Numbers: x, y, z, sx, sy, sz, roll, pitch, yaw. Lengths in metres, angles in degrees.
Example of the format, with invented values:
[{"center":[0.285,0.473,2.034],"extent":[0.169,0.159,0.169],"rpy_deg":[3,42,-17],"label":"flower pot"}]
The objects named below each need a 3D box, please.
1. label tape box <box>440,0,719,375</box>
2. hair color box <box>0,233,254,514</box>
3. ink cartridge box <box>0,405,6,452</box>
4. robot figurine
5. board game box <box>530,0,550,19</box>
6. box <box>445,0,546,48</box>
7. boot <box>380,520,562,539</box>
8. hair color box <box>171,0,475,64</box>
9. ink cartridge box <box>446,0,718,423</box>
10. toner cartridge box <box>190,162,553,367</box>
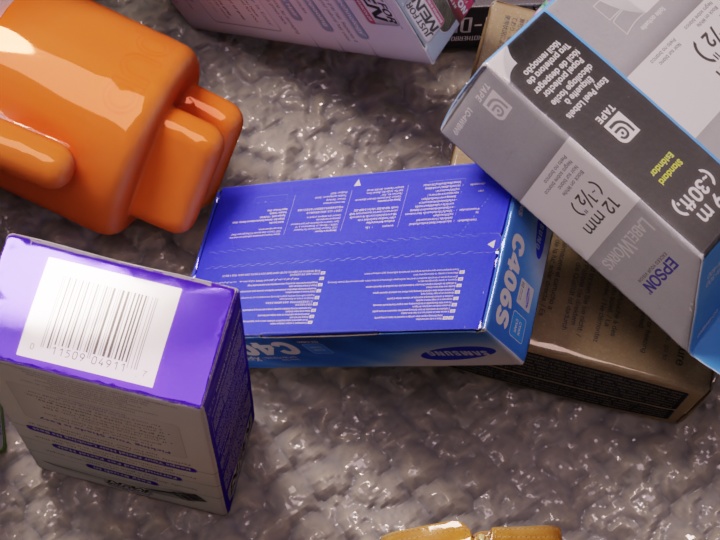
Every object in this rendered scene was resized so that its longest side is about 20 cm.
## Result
[{"center":[0.160,-0.055,0.786],"extent":[0.200,0.066,0.143],"rpy_deg":[41,55,7],"label":"label tape box"},{"center":[-0.113,0.057,0.796],"extent":[0.109,0.200,0.065],"rpy_deg":[14,67,3],"label":"hair color box"},{"center":[-0.234,0.011,0.803],"extent":[0.075,0.200,0.148],"rpy_deg":[-8,76,-5],"label":"ink cartridge box"},{"center":[-0.167,-0.095,0.896],"extent":[0.199,0.117,0.144],"rpy_deg":[25,65,0],"label":"robot figurine"},{"center":[0.179,-0.092,0.870],"extent":[0.199,0.039,0.159],"rpy_deg":[7,68,0],"label":"board game box"},{"center":[0.057,-0.234,0.995],"extent":[0.157,0.050,0.201],"rpy_deg":[-4,69,-3],"label":"box"},{"center":[0.020,0.205,0.823],"extent":[0.200,0.071,0.145],"rpy_deg":[-9,64,-9],"label":"boot"},{"center":[-0.040,-0.178,0.893],"extent":[0.200,0.099,0.061],"rpy_deg":[16,65,42],"label":"hair color box"},{"center":[0.126,-0.033,0.907],"extent":[0.164,0.075,0.201],"rpy_deg":[15,69,2],"label":"ink cartridge box"},{"center":[0.000,0.000,0.848],"extent":[0.199,0.043,0.095],"rpy_deg":[-3,63,37],"label":"toner cartridge box"}]
